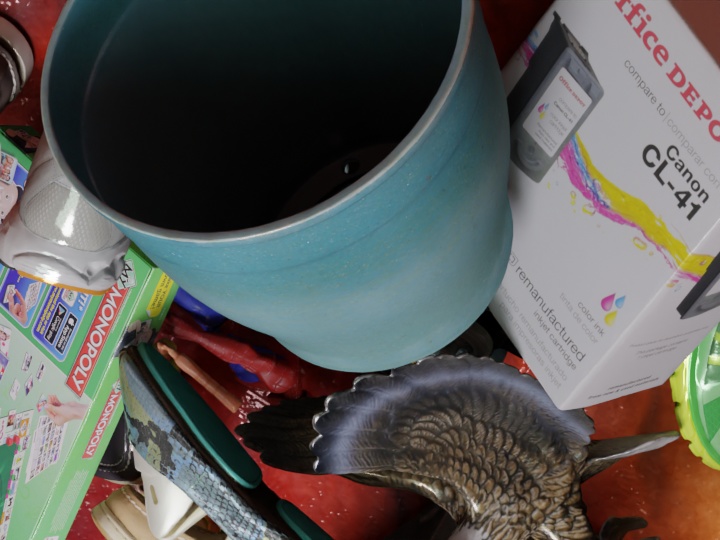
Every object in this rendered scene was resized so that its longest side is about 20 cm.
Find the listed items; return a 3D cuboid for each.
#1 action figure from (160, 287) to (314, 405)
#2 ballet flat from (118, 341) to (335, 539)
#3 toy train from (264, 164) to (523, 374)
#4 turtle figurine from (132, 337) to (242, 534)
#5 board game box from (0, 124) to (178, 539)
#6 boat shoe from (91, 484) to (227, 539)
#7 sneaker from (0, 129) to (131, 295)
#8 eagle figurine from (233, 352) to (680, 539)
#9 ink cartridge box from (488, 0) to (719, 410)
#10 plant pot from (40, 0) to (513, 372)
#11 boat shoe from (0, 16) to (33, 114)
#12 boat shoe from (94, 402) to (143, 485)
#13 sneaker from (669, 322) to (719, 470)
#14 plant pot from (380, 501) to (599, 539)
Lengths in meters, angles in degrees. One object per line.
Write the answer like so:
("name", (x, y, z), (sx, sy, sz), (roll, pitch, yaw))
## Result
("action figure", (-0.088, 0.013, 1.505), (0.052, 0.065, 0.200), (-38, 111, 12))
("ballet flat", (-0.065, 0.126, 1.377), (0.200, 0.074, 0.074), (46, 129, 5))
("toy train", (0.000, 0.000, 1.448), (0.200, 0.085, 0.114), (26, 153, -7))
("turtle figurine", (-0.090, 0.124, 1.526), (0.200, 0.064, 0.161), (61, 165, -17))
("board game box", (-0.177, 0.044, 1.451), (0.135, 0.029, 0.200), (40, 116, 29))
("boat shoe", (-0.045, 0.159, 1.442), (0.200, 0.074, 0.069), (34, 94, -16))
("sneaker", (-0.120, -0.066, 1.369), (0.076, 0.200, 0.092), (20, 115, -6))
("eagle figurine", (0.055, 0.104, 1.405), (0.200, 0.151, 0.152), (42, 115, -9))
("ink cartridge box", (0.133, -0.052, 1.331), (0.148, 0.085, 0.200), (56, 135, 23))
("plant pot", (-0.016, -0.052, 1.268), (0.200, 0.201, 0.188), (-5, 148, 19))
("boat shoe", (-0.256, -0.066, 1.490), (0.200, 0.060, 0.072), (-31, 114, 33))
("boat shoe", (-0.170, 0.074, 1.507), (0.065, 0.200, 0.072), (-3, 105, -32))
("sneaker", (0.202, 0.028, 1.424), (0.083, 0.074, 0.200), (5, 129, 17))
("plant pot", (0.066, 0.245, 1.569), (0.200, 0.196, 0.196), (45, 126, -8))
